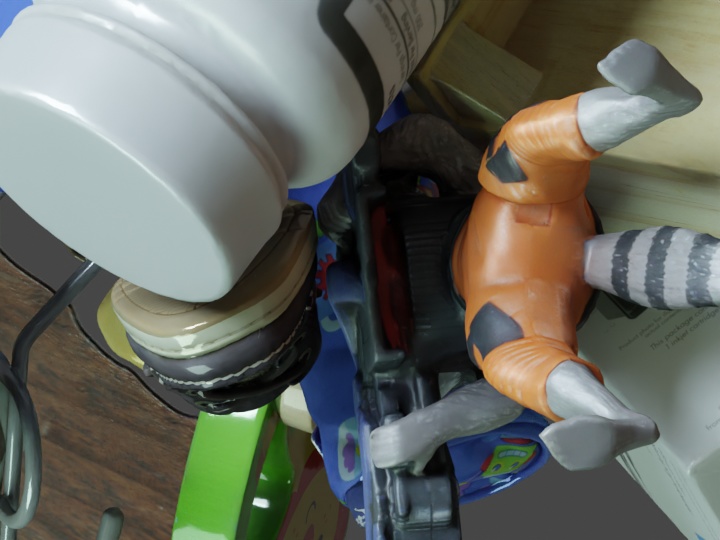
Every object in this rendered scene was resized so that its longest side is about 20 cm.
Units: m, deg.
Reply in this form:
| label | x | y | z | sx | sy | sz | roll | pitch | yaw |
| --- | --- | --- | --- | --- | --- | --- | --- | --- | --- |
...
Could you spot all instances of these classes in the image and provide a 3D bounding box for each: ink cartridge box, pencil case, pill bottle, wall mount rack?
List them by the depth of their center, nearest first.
| label | x | y | z | sx | sy | sz | roll | pitch | yaw |
| --- | --- | --- | --- | --- | --- | --- | --- | --- | --- |
| pill bottle | -0.026 | -0.098 | 0.849 | 0.114 | 0.200 | 0.114 | 29 | 158 | 13 |
| ink cartridge box | 0.106 | 0.027 | 1.001 | 0.200 | 0.067 | 0.116 | 49 | 175 | 47 |
| pencil case | 0.000 | 0.000 | 1.049 | 0.087 | 0.200 | 0.078 | -35 | 153 | 26 |
| wall mount rack | -0.140 | 0.023 | 1.217 | 0.074 | 0.174 | 0.200 | -1 | -160 | -26 |

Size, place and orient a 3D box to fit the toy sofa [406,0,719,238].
| label | x | y | z | sx | sy | sz | roll | pitch | yaw |
| --- | --- | --- | --- | --- | --- | --- | --- | --- | --- |
| toy sofa | 0.122 | -0.052 | 0.895 | 0.200 | 0.083 | 0.098 | 13 | 155 | 42 |

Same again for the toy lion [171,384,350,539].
| label | x | y | z | sx | sy | sz | roll | pitch | yaw |
| --- | --- | --- | --- | --- | --- | --- | --- | --- | --- |
| toy lion | -0.039 | 0.103 | 1.212 | 0.068 | 0.192 | 0.200 | 16 | -176 | 13 |

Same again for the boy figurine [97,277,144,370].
| label | x | y | z | sx | sy | sz | roll | pitch | yaw |
| --- | --- | --- | --- | --- | --- | --- | --- | --- | --- |
| boy figurine | -0.034 | 0.049 | 1.361 | 0.200 | 0.065 | 0.124 | 22 | 156 | 29 |

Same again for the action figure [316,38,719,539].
| label | x | y | z | sx | sy | sz | roll | pitch | yaw |
| --- | --- | --- | --- | --- | --- | --- | --- | --- | --- |
| action figure | 0.050 | 0.028 | 0.882 | 0.104 | 0.201 | 0.193 | -3 | 179 | -18 |

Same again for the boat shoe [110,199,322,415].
| label | x | y | z | sx | sy | sz | roll | pitch | yaw |
| --- | --- | --- | --- | --- | --- | --- | --- | --- | --- |
| boat shoe | -0.043 | 0.015 | 0.950 | 0.200 | 0.072 | 0.065 | -137 | 25 | -78 |

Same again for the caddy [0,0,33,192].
| label | x | y | z | sx | sy | sz | roll | pitch | yaw |
| --- | --- | --- | --- | --- | --- | --- | --- | --- | --- |
| caddy | -0.103 | -0.113 | 0.982 | 0.105 | 0.141 | 0.200 | 19 | 132 | 24 |

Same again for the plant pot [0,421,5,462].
| label | x | y | z | sx | sy | sz | roll | pitch | yaw |
| --- | --- | --- | --- | --- | --- | --- | --- | --- | --- |
| plant pot | -0.233 | 0.013 | 1.086 | 0.199 | 0.200 | 0.177 | -15 | 165 | 6 |

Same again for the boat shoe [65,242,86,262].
| label | x | y | z | sx | sy | sz | roll | pitch | yaw |
| --- | --- | --- | --- | --- | --- | --- | --- | --- | --- |
| boat shoe | -0.060 | -0.025 | 1.227 | 0.072 | 0.072 | 0.200 | 43 | 157 | -22 |
